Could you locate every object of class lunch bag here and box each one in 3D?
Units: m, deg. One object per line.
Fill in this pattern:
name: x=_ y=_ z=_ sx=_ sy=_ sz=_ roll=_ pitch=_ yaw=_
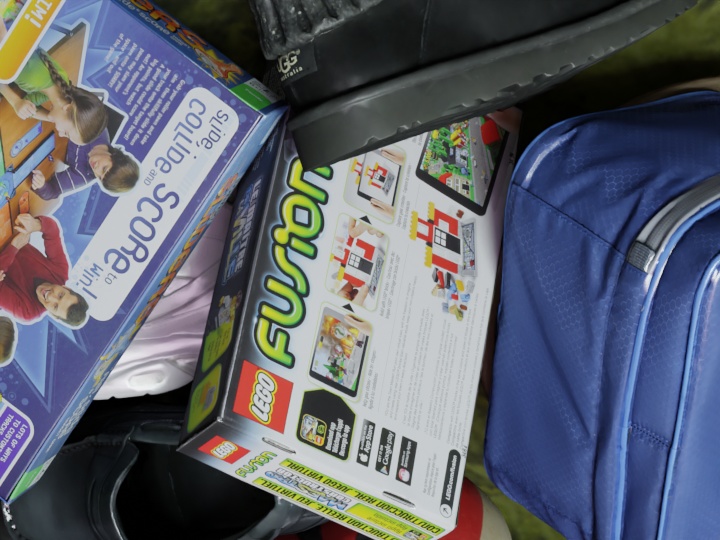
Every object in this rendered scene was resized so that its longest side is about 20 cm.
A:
lunch bag: x=0.141 y=0.043 z=1.083 sx=0.135 sy=0.132 sz=0.201 roll=-16 pitch=122 yaw=-31

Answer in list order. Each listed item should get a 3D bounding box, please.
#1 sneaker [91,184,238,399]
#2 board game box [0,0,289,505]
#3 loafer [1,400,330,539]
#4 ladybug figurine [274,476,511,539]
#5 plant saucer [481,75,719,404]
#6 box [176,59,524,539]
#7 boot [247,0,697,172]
sneaker: x=-0.045 y=-0.005 z=1.127 sx=0.199 sy=0.078 sz=0.100 roll=-8 pitch=115 yaw=-8
board game box: x=-0.138 y=-0.025 z=1.084 sx=0.135 sy=0.034 sz=0.200 roll=38 pitch=109 yaw=5
loafer: x=-0.085 y=0.090 z=1.122 sx=0.200 sy=0.070 sz=0.068 roll=-12 pitch=98 yaw=40
ladybug figurine: x=-0.005 y=0.126 z=1.136 sx=0.135 sy=0.200 sz=0.072 roll=-33 pitch=109 yaw=-1
plant saucer: x=0.136 y=0.005 z=1.171 sx=0.199 sy=0.029 sz=0.201 roll=-12 pitch=120 yaw=-21
box: x=0.000 y=0.000 z=1.076 sx=0.110 sy=0.201 sz=0.035 roll=26 pitch=145 yaw=-22
boot: x=0.033 y=-0.142 z=1.068 sx=0.210 sy=0.079 sz=0.159 roll=-21 pitch=89 yaw=-35
